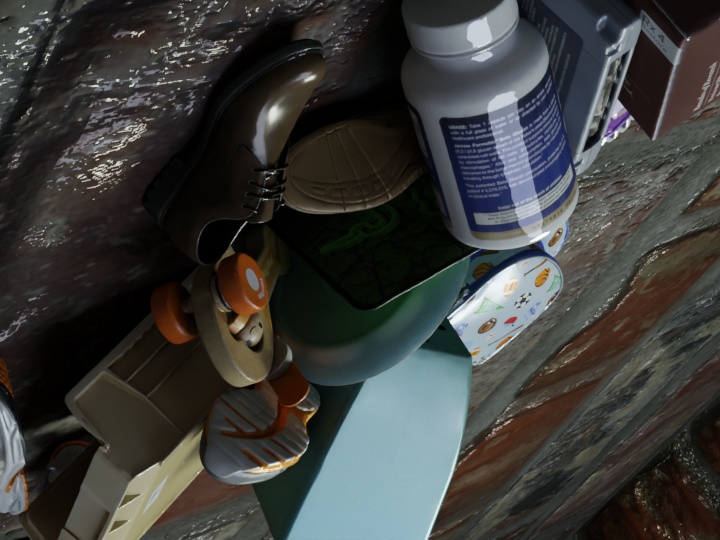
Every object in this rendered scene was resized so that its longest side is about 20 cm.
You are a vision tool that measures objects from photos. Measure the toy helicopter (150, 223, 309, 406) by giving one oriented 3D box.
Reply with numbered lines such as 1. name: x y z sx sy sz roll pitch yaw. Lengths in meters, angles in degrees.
1. toy helicopter: -0.082 0.026 1.300 0.079 0.132 0.200 -23 -160 20

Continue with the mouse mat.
1. mouse mat: 0.038 -0.052 1.323 0.200 0.161 0.008 -29 137 -22

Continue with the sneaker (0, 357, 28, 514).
1. sneaker: -0.314 0.142 1.294 0.092 0.076 0.200 -11 144 -17

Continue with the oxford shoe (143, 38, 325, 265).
1. oxford shoe: -0.073 -0.081 1.172 0.073 0.084 0.200 -12 147 -47

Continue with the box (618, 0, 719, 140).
1. box: 0.261 -0.242 1.246 0.200 0.166 0.164 -33 161 -10

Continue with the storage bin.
1. storage bin: -0.182 0.134 1.369 0.199 0.094 0.200 -47 172 -41

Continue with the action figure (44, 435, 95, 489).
1. action figure: -0.269 0.229 1.523 0.200 0.105 0.194 -55 166 -30

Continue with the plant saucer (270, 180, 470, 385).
1. plant saucer: 0.000 0.000 1.352 0.200 0.200 0.027 -40 131 9

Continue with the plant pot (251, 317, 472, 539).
1. plant pot: 0.006 0.126 1.424 0.141 0.141 0.200 11 115 -25

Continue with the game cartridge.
1. game cartridge: 0.143 -0.171 1.254 0.042 0.133 0.200 -32 159 -19

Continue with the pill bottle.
1. pill bottle: 0.094 -0.123 1.229 0.111 0.111 0.200 -31 130 -15

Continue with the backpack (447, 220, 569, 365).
1. backpack: 0.103 -0.017 1.537 0.191 0.154 0.200 -48 157 2

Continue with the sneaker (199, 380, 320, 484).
1. sneaker: -0.087 0.135 1.301 0.077 0.078 0.200 -50 176 16

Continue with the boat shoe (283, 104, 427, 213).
1. boat shoe: 0.007 -0.089 1.306 0.200 0.074 0.069 -21 -176 -33

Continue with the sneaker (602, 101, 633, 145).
1. sneaker: 0.234 -0.194 1.459 0.200 0.081 0.088 -44 153 7
